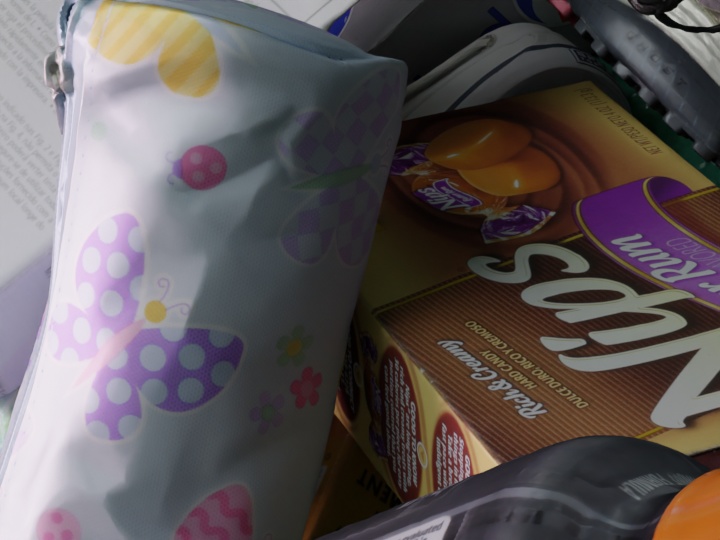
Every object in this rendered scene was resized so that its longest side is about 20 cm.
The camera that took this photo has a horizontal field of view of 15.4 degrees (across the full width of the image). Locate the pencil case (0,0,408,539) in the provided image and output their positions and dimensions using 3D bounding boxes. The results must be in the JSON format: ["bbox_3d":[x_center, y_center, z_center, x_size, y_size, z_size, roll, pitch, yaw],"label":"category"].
[{"bbox_3d":[-0.049,0.026,0.683,0.083,0.091,0.201,22,102,54],"label":"pencil case"}]

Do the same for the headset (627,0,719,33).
[{"bbox_3d":[0.154,-0.114,0.676,0.200,0.094,0.124,-21,-7,-10],"label":"headset"}]

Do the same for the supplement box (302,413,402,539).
[{"bbox_3d":[-0.033,0.131,0.762,0.069,0.067,0.200,2,61,47],"label":"supplement box"}]

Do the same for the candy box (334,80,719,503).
[{"bbox_3d":[0.055,0.020,0.717,0.116,0.057,0.200,-13,29,-17],"label":"candy box"}]

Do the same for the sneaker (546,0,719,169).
[{"bbox_3d":[0.079,-0.107,0.784,0.200,0.081,0.075,45,98,14],"label":"sneaker"}]

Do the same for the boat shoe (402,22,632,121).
[{"bbox_3d":[0.000,0.000,0.850,0.200,0.074,0.065,-38,30,2],"label":"boat shoe"}]

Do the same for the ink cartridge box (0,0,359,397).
[{"bbox_3d":[-0.079,-0.084,0.776,0.200,0.057,0.163,-37,61,-14],"label":"ink cartridge box"}]

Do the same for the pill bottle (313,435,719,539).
[{"bbox_3d":[0.029,0.099,0.570,0.200,0.106,0.106,-26,41,42],"label":"pill bottle"}]

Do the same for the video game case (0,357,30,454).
[{"bbox_3d":[-0.149,0.011,0.793,0.181,0.045,0.200,-32,61,-3],"label":"video game case"}]

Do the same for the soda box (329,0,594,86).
[{"bbox_3d":[0.032,-0.089,0.889,0.200,0.063,0.068,-42,36,14],"label":"soda box"}]
